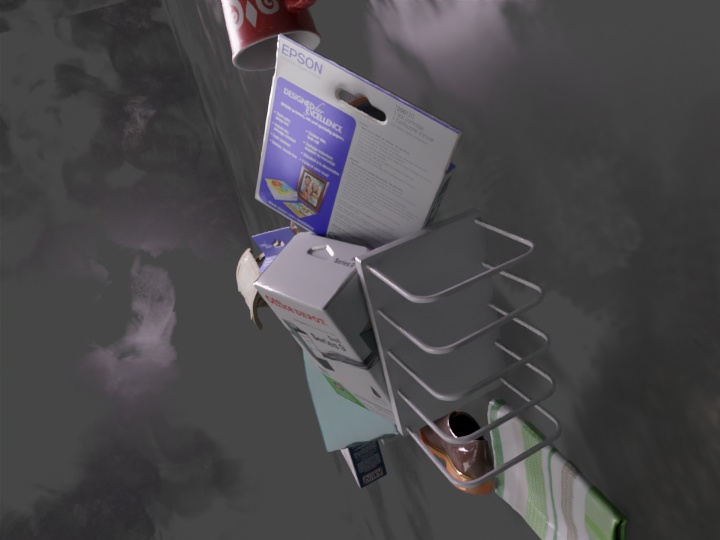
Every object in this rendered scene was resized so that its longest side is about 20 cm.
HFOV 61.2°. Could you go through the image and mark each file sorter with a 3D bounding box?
[{"bbox_3d":[0.100,0.071,0.576,0.124,0.136,0.205,34,142,62],"label":"file sorter"}]

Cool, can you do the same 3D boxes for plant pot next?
[{"bbox_3d":[-0.001,0.136,0.912,0.141,0.139,0.205,-22,-90,-61],"label":"plant pot"}]

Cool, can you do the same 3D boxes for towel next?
[{"bbox_3d":[0.201,0.246,0.645,0.200,0.030,0.153,-136,29,-60],"label":"towel"}]

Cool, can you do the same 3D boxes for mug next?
[{"bbox_3d":[-0.127,-0.417,0.863,0.133,0.173,0.206,-19,-87,-68],"label":"mug"}]

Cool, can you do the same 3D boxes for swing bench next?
[{"bbox_3d":[-0.209,0.017,1.527,0.199,0.196,0.133,-135,27,-57],"label":"swing bench"}]

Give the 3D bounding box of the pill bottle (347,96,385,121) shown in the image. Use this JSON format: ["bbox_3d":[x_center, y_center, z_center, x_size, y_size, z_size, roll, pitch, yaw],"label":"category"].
[{"bbox_3d":[0.017,-0.099,0.718,0.203,0.104,0.107,86,158,-46],"label":"pill bottle"}]

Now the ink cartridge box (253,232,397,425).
[{"bbox_3d":[-0.010,0.066,0.680,0.144,0.084,0.202,14,144,50],"label":"ink cartridge box"}]

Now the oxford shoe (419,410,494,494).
[{"bbox_3d":[0.131,0.220,0.825,0.200,0.069,0.075,-145,59,-72],"label":"oxford shoe"}]

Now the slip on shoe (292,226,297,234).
[{"bbox_3d":[-0.084,-0.023,1.092,0.077,0.060,0.202,53,160,28],"label":"slip on shoe"}]

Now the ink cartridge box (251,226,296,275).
[{"bbox_3d":[-0.107,0.023,1.055,0.201,0.047,0.196,49,158,-18],"label":"ink cartridge box"}]

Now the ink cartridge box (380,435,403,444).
[{"bbox_3d":[0.027,0.180,1.090,0.145,0.086,0.205,-148,40,-68],"label":"ink cartridge box"}]

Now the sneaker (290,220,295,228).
[{"bbox_3d":[-0.069,-0.058,1.160,0.200,0.078,0.073,49,-130,-72],"label":"sneaker"}]

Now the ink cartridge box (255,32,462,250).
[{"bbox_3d":[-0.008,-0.108,0.611,0.195,0.044,0.202,31,137,10],"label":"ink cartridge box"}]

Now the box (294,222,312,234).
[{"bbox_3d":[-0.017,-0.033,0.858,0.160,0.048,0.204,-3,-112,-60],"label":"box"}]

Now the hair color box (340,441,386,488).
[{"bbox_3d":[-0.013,0.282,1.095,0.100,0.059,0.204,-129,22,-53],"label":"hair color box"}]
